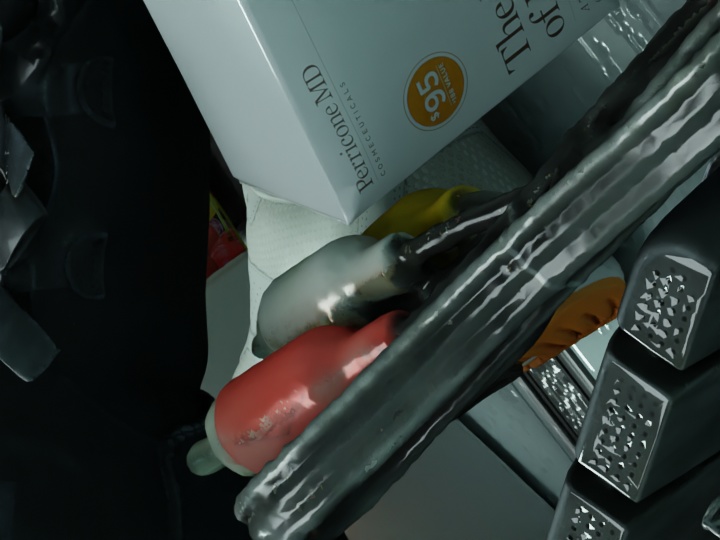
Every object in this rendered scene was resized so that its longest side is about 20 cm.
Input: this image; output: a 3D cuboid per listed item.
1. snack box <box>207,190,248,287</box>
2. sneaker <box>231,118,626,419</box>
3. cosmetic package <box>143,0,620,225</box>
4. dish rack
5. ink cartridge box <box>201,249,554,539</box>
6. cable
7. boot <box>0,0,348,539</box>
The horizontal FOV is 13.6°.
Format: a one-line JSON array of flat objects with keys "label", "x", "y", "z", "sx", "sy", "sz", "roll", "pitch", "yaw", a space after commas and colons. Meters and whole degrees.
[{"label": "snack box", "x": -0.138, "y": -0.072, "z": 0.968, "sx": 0.201, "sy": 0.068, "sz": 0.169, "roll": 59, "pitch": 161, "yaw": -13}, {"label": "sneaker", "x": 0.000, "y": 0.000, "z": 0.782, "sx": 0.092, "sy": 0.076, "sz": 0.200, "roll": 59, "pitch": 154, "yaw": 4}, {"label": "cosmetic package", "x": -0.024, "y": -0.114, "z": 0.590, "sx": 0.051, "sy": 0.082, "sz": 0.201, "roll": 26, "pitch": 149, "yaw": 54}, {"label": "dish rack", "x": 0.120, "y": 0.082, "z": 0.593, "sx": 0.200, "sy": 0.054, "sz": 0.154, "roll": 37, "pitch": 137, "yaw": 25}, {"label": "ink cartridge box", "x": -0.007, "y": 0.109, "z": 0.957, "sx": 0.145, "sy": 0.083, "sz": 0.200, "roll": 42, "pitch": 158, "yaw": 27}, {"label": "cable", "x": 0.020, "y": -0.006, "z": 0.594, "sx": 0.050, "sy": 0.097, "sz": 0.200, "roll": 41, "pitch": 144, "yaw": 1}, {"label": "boot", "x": -0.054, "y": 0.012, "z": 0.705, "sx": 0.198, "sy": 0.073, "sz": 0.163, "roll": 12, "pitch": -104, "yaw": -69}]
